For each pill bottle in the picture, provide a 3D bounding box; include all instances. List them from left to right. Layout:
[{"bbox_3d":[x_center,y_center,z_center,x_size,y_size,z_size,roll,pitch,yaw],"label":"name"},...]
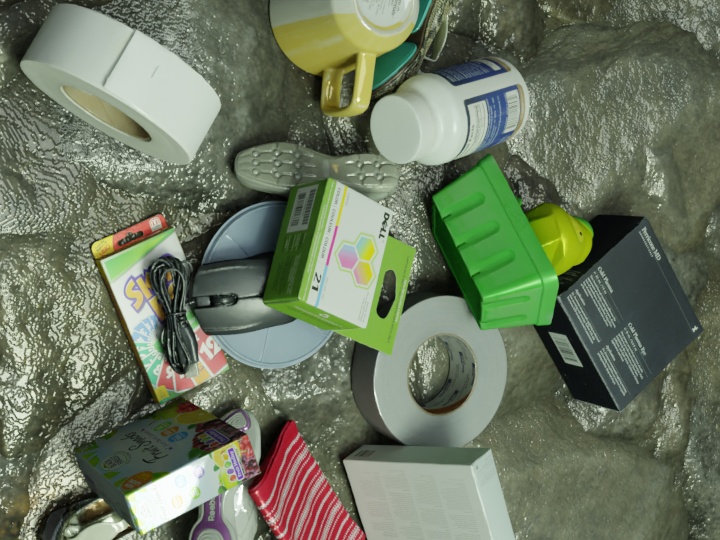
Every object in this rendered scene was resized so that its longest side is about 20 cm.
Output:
[{"bbox_3d":[0.108,-0.192,1.416,0.199,0.111,0.112,-22,105,-42],"label":"pill bottle"}]

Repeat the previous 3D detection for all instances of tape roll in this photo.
[{"bbox_3d":[-0.247,-0.191,1.201,0.202,0.202,0.071,34,78,-26],"label":"tape roll"},{"bbox_3d":[0.089,0.129,1.484,0.199,0.066,0.202,-2,95,-27],"label":"tape roll"}]

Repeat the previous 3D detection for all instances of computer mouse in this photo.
[{"bbox_3d":[-0.133,0.035,1.323,0.199,0.053,0.139,-15,100,-29],"label":"computer mouse"}]

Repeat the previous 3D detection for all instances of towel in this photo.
[{"bbox_3d":[-0.061,0.295,1.390,0.201,0.022,0.145,60,26,-18],"label":"towel"}]

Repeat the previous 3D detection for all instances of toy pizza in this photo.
[{"bbox_3d":[-0.105,0.017,1.387,0.199,0.032,0.202,-3,95,-31],"label":"toy pizza"}]

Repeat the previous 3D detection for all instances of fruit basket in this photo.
[{"bbox_3d":[0.210,-0.038,1.457,0.214,0.156,0.217,-2,62,3],"label":"fruit basket"}]

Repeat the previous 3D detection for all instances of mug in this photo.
[{"bbox_3d":[-0.001,-0.292,1.353,0.149,0.153,0.187,-32,109,-23],"label":"mug"}]

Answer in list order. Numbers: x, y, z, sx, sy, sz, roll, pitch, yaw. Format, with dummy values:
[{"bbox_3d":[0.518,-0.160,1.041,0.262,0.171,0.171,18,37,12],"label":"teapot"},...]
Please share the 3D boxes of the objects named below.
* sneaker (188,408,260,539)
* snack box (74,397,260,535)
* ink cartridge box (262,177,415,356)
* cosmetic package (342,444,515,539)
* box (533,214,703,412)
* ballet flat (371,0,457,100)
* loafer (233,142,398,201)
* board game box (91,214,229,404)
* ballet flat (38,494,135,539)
[{"bbox_3d":[-0.157,0.264,1.366,0.074,0.100,0.201,7,79,15],"label":"sneaker"},{"bbox_3d":[-0.214,0.206,1.251,0.142,0.200,0.053,-26,107,-24],"label":"snack box"},{"bbox_3d":[0.000,0.000,1.342,0.199,0.076,0.149,25,70,-34],"label":"ink cartridge box"},{"bbox_3d":[0.085,0.293,1.419,0.052,0.199,0.152,-28,107,-48],"label":"cosmetic package"},{"bbox_3d":[0.344,0.056,1.593,0.182,0.104,0.201,-38,110,-19],"label":"box"},{"bbox_3d":[0.068,-0.277,1.446,0.075,0.068,0.201,41,72,-41],"label":"ballet flat"},{"bbox_3d":[-0.055,-0.109,1.386,0.199,0.070,0.070,6,64,-12],"label":"loafer"},{"bbox_3d":[-0.229,0.044,1.329,0.095,0.030,0.201,-27,104,-25],"label":"board game box"},{"bbox_3d":[-0.261,0.272,1.306,0.200,0.072,0.072,-23,105,-25],"label":"ballet flat"}]
